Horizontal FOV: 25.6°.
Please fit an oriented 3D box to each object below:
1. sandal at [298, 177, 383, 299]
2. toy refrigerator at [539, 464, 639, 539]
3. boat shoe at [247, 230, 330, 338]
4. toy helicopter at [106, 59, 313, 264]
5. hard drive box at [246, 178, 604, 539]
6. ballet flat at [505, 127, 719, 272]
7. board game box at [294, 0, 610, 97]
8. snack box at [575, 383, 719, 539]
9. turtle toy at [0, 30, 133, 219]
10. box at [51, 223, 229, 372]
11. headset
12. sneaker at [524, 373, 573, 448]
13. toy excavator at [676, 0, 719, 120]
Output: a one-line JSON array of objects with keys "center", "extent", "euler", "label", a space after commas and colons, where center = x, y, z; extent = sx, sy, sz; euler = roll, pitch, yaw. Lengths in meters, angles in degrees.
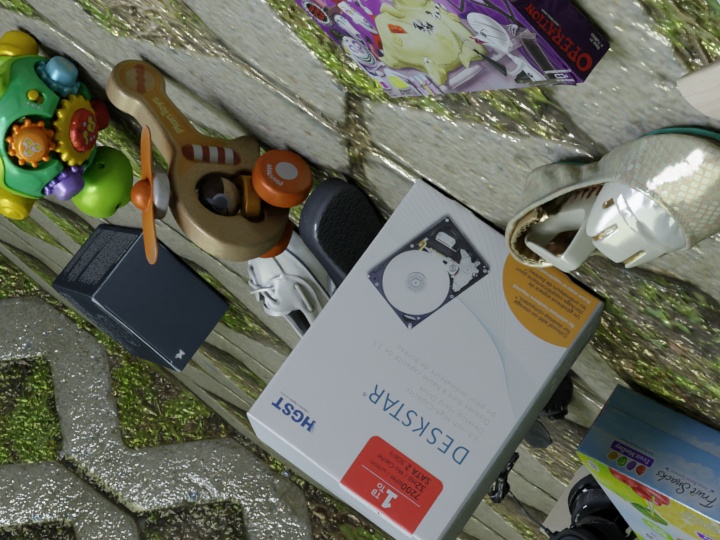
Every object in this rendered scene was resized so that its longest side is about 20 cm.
[{"center": [0.000, -0.001, 1.239], "extent": [0.043, 0.076, 0.201], "euler": [23, 151, 38], "label": "sandal"}, {"center": [0.266, 0.267, 1.441], "extent": [0.199, 0.076, 0.070], "euler": [39, 167, -11], "label": "toy refrigerator"}, {"center": [-0.067, 0.012, 1.455], "extent": [0.073, 0.066, 0.200], "euler": [22, 160, 47], "label": "boat shoe"}, {"center": [-0.139, -0.084, 1.220], "extent": [0.200, 0.131, 0.079], "euler": [50, 142, 20], "label": "toy helicopter"}, {"center": [0.045, 0.068, 1.063], "extent": [0.155, 0.201, 0.077], "euler": [33, 167, 12], "label": "hard drive box"}, {"center": [0.134, -0.026, 0.816], "extent": [0.067, 0.063, 0.200], "euler": [39, 166, -12], "label": "ballet flat"}, {"center": [0.027, -0.138, 0.794], "extent": [0.120, 0.032, 0.199], "euler": [47, 165, -20], "label": "board game box"}, {"center": [0.269, 0.185, 1.170], "extent": [0.168, 0.068, 0.200], "euler": [25, 164, 40], "label": "snack box"}, {"center": [-0.280, -0.119, 1.454], "extent": [0.100, 0.147, 0.200], "euler": [6, 154, 24], "label": "turtle toy"}, {"center": [-0.278, 0.031, 1.979], "extent": [0.148, 0.107, 0.199], "euler": [43, 166, -22], "label": "box"}, {"center": [0.201, 0.210, 1.321], "extent": [0.198, 0.124, 0.095], "euler": [19, 129, 11], "label": "headset"}, {"center": [0.094, 0.073, 1.257], "extent": [0.199, 0.060, 0.104], "euler": [35, 164, -12], "label": "sneaker"}, {"center": [0.065, -0.144, 0.535], "extent": [0.100, 0.197, 0.197], "euler": [166, 96, -74], "label": "toy excavator"}]
